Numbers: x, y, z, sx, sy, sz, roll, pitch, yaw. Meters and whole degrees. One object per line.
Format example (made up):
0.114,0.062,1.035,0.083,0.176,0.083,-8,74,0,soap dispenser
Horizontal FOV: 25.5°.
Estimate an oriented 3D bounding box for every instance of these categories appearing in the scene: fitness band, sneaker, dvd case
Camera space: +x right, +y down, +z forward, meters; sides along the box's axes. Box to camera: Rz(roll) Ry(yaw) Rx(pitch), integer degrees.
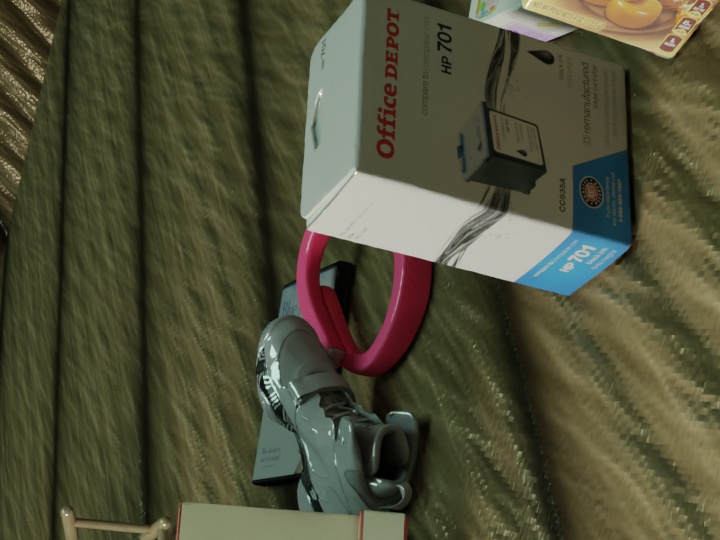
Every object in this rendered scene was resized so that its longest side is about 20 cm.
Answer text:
0.000,0.000,1.364,0.144,0.037,0.200,-59,33,26,fitness band
-0.015,0.115,1.268,0.115,0.075,0.200,-39,62,49,sneaker
-0.055,0.098,1.483,0.143,0.018,0.200,156,125,-64,dvd case

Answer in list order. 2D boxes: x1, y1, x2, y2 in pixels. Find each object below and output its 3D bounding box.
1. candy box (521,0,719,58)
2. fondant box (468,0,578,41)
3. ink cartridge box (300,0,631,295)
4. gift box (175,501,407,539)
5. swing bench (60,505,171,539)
0.192,-0.228,0.961,0.200,0.115,0.055,-53,32,43,candy box
0.150,-0.277,1.170,0.144,0.058,0.200,-10,67,66,fondant box
0.071,-0.083,1.049,0.086,0.200,0.147,-42,40,54,ink cartridge box
-0.048,0.267,1.156,0.200,0.187,0.185,107,167,-69,gift box
-0.291,0.393,1.733,0.200,0.130,0.199,121,152,-47,swing bench
